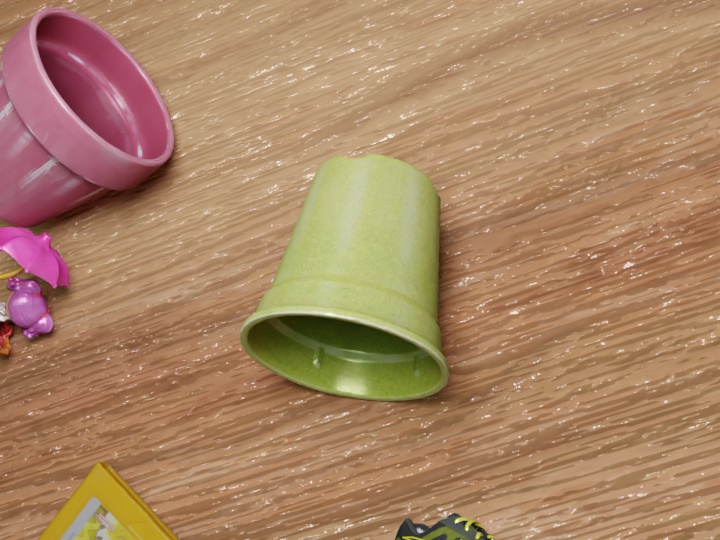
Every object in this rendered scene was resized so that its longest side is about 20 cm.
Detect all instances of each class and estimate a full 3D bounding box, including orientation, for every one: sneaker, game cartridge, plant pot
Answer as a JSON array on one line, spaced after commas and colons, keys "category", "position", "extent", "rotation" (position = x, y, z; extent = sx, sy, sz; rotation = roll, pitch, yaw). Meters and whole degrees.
[{"category": "sneaker", "position": [0.098, 0.255, 0.869], "extent": [0.197, 0.074, 0.086], "rotation": [-10, 63, 36]}, {"category": "game cartridge", "position": [-0.268, 0.328, 0.999], "extent": [0.176, 0.032, 0.201], "rotation": [38, 87, 22]}, {"category": "plant pot", "position": [-0.332, -0.148, 1.077], "extent": [0.178, 0.199, 0.202], "rotation": [-34, 68, 21]}, {"category": "plant pot", "position": [0.000, 0.000, 0.944], "extent": [0.197, 0.201, 0.187], "rotation": [3, 64, 16]}]

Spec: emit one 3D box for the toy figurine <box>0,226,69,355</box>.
[{"category": "toy figurine", "position": [-0.405, 0.033, 1.078], "extent": [0.181, 0.150, 0.204], "rotation": [-12, 103, 0]}]
